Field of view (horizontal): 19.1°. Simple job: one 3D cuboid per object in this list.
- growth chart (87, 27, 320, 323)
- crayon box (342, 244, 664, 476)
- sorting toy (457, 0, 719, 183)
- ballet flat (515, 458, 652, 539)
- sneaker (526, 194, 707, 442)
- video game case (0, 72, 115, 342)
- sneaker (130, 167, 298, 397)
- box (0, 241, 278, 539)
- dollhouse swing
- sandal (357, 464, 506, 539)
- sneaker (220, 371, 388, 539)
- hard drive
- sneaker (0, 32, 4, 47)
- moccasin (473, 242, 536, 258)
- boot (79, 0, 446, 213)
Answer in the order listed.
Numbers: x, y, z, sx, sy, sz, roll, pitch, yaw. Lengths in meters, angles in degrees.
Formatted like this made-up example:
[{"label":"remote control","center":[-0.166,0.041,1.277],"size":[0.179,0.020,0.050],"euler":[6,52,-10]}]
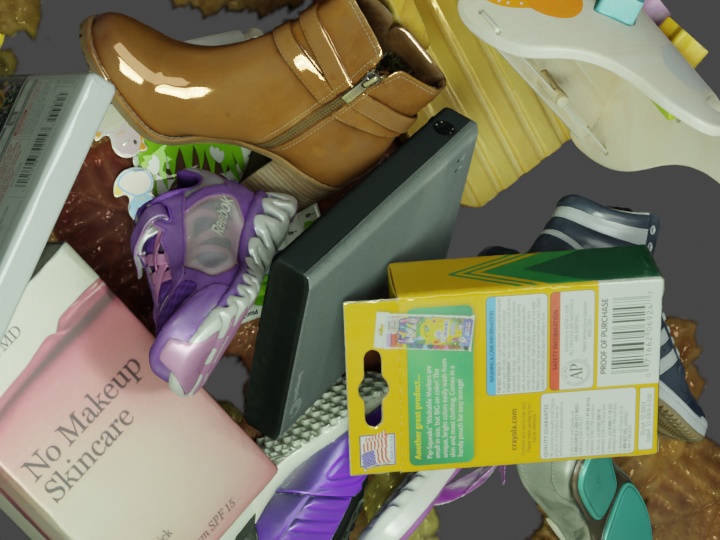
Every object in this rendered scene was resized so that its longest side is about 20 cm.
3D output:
[{"label":"growth chart","center":[-0.090,-0.059,1.402],"size":[0.144,0.018,0.202],"euler":[-25,98,-25]},{"label":"crayon box","center":[0.087,0.056,1.346],"size":[0.198,0.052,0.127],"euler":[-4,116,-4]},{"label":"sorting toy","center":[0.185,-0.116,1.368],"size":[0.107,0.180,0.200],"euler":[-48,145,4]},{"label":"ballet flat","center":[0.152,0.157,1.473],"size":[0.068,0.063,0.200],"euler":[-62,149,-21]},{"label":"sneaker","center":[0.183,0.029,1.441],"size":[0.200,0.070,0.109],"euler":[38,69,-32]},{"label":"video game case","center":[-0.229,-0.022,1.244],"size":[0.023,0.181,0.202],"euler":[30,77,-32]},{"label":"sneaker","center":[-0.103,-0.001,1.287],"size":[0.088,0.201,0.081],"euler":[32,119,-7]},{"label":"box","center":[-0.170,0.096,1.309],"size":[0.200,0.109,0.128],"euler":[48,71,-17]},{"label":"dollhouse swing","center":[0.102,-0.162,1.424],"size":[0.199,0.182,0.177],"euler":[-36,93,-22]},{"label":"sandal","center":[0.072,0.130,1.430],"size":[0.050,0.082,0.203],"euler":[45,62,1]},{"label":"sneaker","center":[-0.032,0.155,1.402],"size":[0.200,0.069,0.100],"euler":[-41,112,-16]},{"label":"hard drive","center":[0.000,0.000,1.352],"size":[0.033,0.140,0.200],"euler":[29,44,18]},{"label":"sneaker","center":[-0.259,-0.121,1.279],"size":[0.089,0.070,0.202],"euler":[3,85,-1]},{"label":"moccasin","center":[0.095,0.014,1.465],"size":[0.199,0.080,0.069],"euler":[-31,100,-37]},{"label":"boot","center":[-0.059,-0.125,1.319],"size":[0.200,0.155,0.077],"euler":[40,37,-20]}]
